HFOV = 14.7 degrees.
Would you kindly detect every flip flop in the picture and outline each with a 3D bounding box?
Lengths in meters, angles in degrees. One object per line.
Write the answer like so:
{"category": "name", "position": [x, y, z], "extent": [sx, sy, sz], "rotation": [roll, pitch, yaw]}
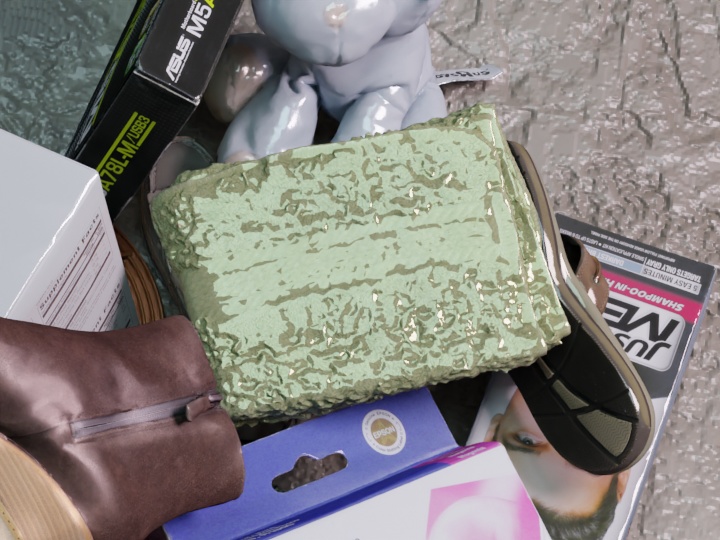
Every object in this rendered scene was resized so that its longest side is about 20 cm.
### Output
{"category": "flip flop", "position": [0.108, 0.021, 1.515], "extent": [0.057, 0.081, 0.200], "rotation": [0, 53, -47]}

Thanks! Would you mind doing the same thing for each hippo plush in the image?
{"category": "hippo plush", "position": [0.012, -0.124, 1.576], "extent": [0.199, 0.161, 0.160], "rotation": [-24, 65, -24]}

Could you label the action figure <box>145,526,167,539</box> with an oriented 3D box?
{"category": "action figure", "position": [-0.062, 0.158, 1.438], "extent": [0.134, 0.149, 0.200], "rotation": [-23, 56, -17]}

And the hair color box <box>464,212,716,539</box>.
{"category": "hair color box", "position": [0.120, 0.078, 1.555], "extent": [0.099, 0.061, 0.201], "rotation": [19, 65, 8]}

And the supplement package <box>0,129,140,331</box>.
{"category": "supplement package", "position": [-0.222, 0.027, 1.464], "extent": [0.151, 0.200, 0.151], "rotation": [23, 66, 15]}

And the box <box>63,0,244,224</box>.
{"category": "box", "position": [-0.105, -0.135, 1.569], "extent": [0.047, 0.193, 0.201], "rotation": [28, 59, -12]}

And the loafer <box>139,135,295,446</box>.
{"category": "loafer", "position": [-0.077, 0.004, 1.582], "extent": [0.072, 0.063, 0.201], "rotation": [-13, 65, -10]}

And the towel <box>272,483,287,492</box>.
{"category": "towel", "position": [-0.097, 0.190, 1.513], "extent": [0.200, 0.035, 0.193], "rotation": [31, 70, 10]}

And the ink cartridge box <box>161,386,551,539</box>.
{"category": "ink cartridge box", "position": [0.015, 0.161, 1.415], "extent": [0.196, 0.043, 0.201], "rotation": [-19, 77, -38]}

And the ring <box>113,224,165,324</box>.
{"category": "ring", "position": [-0.210, 0.037, 1.587], "extent": [0.199, 0.019, 0.201], "rotation": [0, 64, -1]}

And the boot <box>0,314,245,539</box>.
{"category": "boot", "position": [-0.152, 0.047, 1.332], "extent": [0.166, 0.072, 0.201], "rotation": [-23, 91, -41]}

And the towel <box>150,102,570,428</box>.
{"category": "towel", "position": [0.000, 0.000, 1.469], "extent": [0.199, 0.037, 0.149], "rotation": [-14, 75, -8]}
